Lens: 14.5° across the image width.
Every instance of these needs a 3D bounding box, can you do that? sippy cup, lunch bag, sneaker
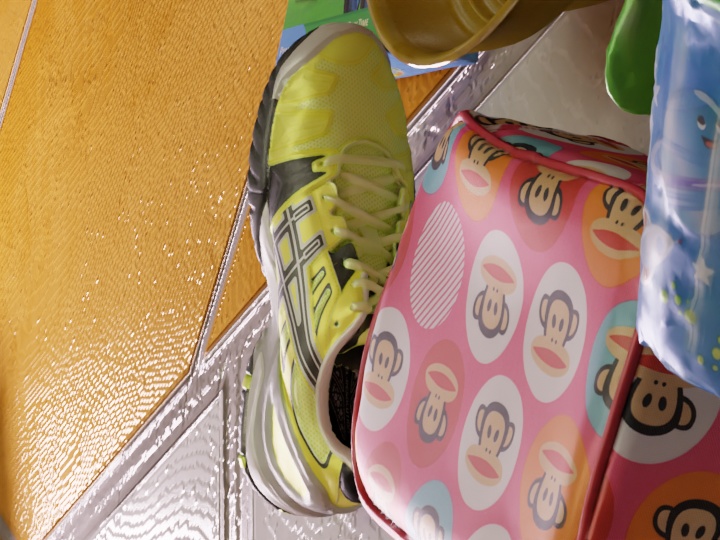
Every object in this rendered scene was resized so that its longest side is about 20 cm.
[{"bbox_3d":[0.135,-0.030,0.776,0.178,0.139,0.131,-74,-4,-68],"label":"sippy cup"},{"bbox_3d":[0.064,0.047,0.942,0.200,0.082,0.177,36,111,65],"label":"lunch bag"},{"bbox_3d":[0.000,0.000,1.142,0.076,0.075,0.201,0,90,58],"label":"sneaker"}]

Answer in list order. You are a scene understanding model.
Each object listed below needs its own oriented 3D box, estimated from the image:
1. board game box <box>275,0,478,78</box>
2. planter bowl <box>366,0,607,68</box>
[{"bbox_3d":[0.023,-0.183,1.222,0.151,0.036,0.201,-4,73,67],"label":"board game box"},{"bbox_3d":[0.080,-0.160,1.017,0.200,0.083,0.201,-167,90,-68],"label":"planter bowl"}]
